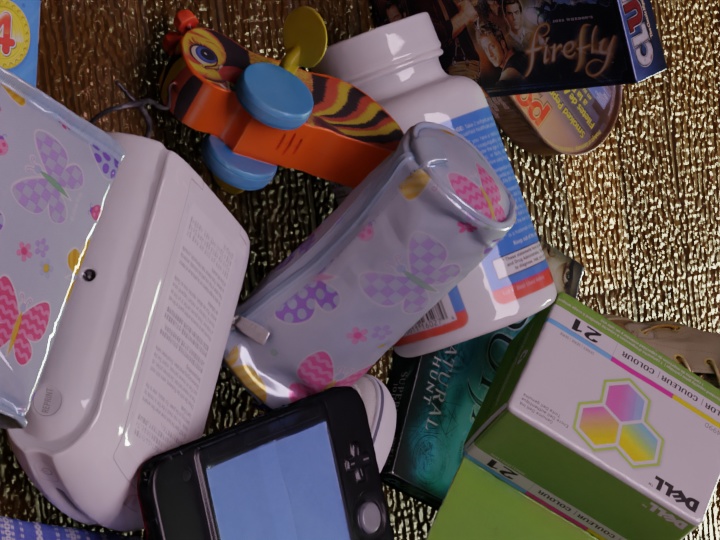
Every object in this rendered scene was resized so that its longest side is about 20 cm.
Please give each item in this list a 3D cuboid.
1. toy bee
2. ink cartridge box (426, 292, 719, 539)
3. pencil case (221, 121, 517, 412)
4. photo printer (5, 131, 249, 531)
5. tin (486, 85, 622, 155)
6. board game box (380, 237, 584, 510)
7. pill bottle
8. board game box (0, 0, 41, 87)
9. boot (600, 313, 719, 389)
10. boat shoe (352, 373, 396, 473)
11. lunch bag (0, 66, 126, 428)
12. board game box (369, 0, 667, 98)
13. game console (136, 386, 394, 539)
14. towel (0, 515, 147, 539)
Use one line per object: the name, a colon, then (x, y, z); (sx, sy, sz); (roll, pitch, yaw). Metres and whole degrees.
toy bee: (-0.070, -0.111, 1.627); (0.200, 0.131, 0.109); (30, 29, -43)
ink cartridge box: (0.140, 0.138, 1.742); (0.148, 0.076, 0.200); (32, 51, -6)
pencil case: (0.000, 0.000, 1.637); (0.091, 0.200, 0.083); (34, 28, -28)
photo printer: (-0.132, 0.043, 1.551); (0.166, 0.069, 0.200); (51, 50, -65)
tin: (0.108, -0.161, 1.866); (0.200, 0.042, 0.112); (50, 51, -32)
board game box: (0.079, 0.064, 1.832); (0.135, 0.028, 0.200); (30, 68, -41)
pill bottle: (0.040, -0.056, 1.728); (0.112, 0.112, 0.200); (-22, 94, -44)
board game box: (-0.267, -0.061, 1.462); (0.200, 0.056, 0.196); (6, 84, -45)
boot: (0.235, 0.081, 1.888); (0.200, 0.155, 0.073); (0, 102, -53)
boat shoe: (-0.050, 0.130, 1.672); (0.200, 0.071, 0.070); (-54, 127, -25)
lunch bag: (-0.237, -0.031, 1.364); (0.200, 0.127, 0.170); (34, 63, -32)
board game box: (0.089, -0.178, 1.730); (0.035, 0.200, 0.136); (-27, 107, -44)
game console: (-0.008, 0.163, 1.550); (0.200, 0.119, 0.172); (-18, 98, -52)
towel: (-0.118, 0.207, 1.530); (0.200, 0.024, 0.145); (13, 47, -34)
